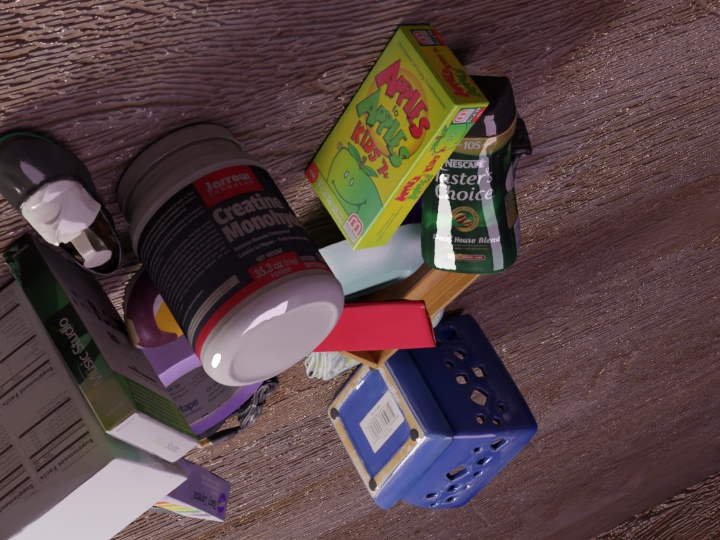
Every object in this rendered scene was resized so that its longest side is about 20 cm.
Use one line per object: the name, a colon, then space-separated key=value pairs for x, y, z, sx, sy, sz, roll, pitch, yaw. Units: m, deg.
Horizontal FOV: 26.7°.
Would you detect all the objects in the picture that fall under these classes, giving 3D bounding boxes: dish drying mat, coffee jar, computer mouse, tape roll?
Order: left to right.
tape roll: x=-0.193 y=0.112 z=1.651 sx=0.198 sy=0.066 sz=0.201 roll=-28 pitch=156 yaw=-14
computer mouse: x=-0.197 y=0.182 z=1.815 sx=0.199 sy=0.046 sz=0.141 roll=-27 pitch=163 yaw=-26
dish drying mat: x=-0.018 y=0.062 z=1.699 sx=0.197 sy=0.018 sz=0.077 roll=-4 pitch=136 yaw=13
coffee jar: x=0.106 y=-0.099 z=1.516 sx=0.086 sy=0.103 sz=0.202 roll=-66 pitch=155 yaw=-53

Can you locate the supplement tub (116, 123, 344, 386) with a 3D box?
supplement tub: x=-0.117 y=-0.014 z=1.338 sx=0.139 sy=0.201 sz=0.141 roll=-28 pitch=156 yaw=-14

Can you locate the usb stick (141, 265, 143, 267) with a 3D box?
usb stick: x=-0.155 y=0.018 z=1.542 sx=0.032 sy=0.056 sz=0.199 roll=-5 pitch=172 yaw=30

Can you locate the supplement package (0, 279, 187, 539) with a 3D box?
supplement package: x=-0.292 y=0.145 z=1.408 sx=0.150 sy=0.201 sz=0.152 roll=-37 pitch=157 yaw=7

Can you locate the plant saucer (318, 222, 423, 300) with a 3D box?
plant saucer: x=0.000 y=0.000 z=1.641 sx=0.198 sy=0.039 sz=0.201 roll=-17 pitch=171 yaw=-3

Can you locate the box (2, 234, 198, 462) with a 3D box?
box: x=-0.230 y=0.072 z=1.351 sx=0.036 sy=0.201 sz=0.144 roll=-38 pitch=156 yaw=2

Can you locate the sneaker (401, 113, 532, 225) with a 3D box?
sneaker: x=0.111 y=-0.090 z=1.621 sx=0.069 sy=0.100 sz=0.201 roll=-4 pitch=143 yaw=-47

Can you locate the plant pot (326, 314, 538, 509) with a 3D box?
plant pot: x=0.082 y=0.194 z=2.019 sx=0.178 sy=0.201 sz=0.200 roll=-2 pitch=142 yaw=-42

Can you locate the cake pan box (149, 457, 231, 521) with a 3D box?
cake pan box: x=-0.258 y=0.228 z=1.669 sx=0.182 sy=0.053 sz=0.200 roll=7 pitch=164 yaw=18

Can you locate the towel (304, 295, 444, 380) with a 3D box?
towel: x=0.022 y=0.050 z=1.841 sx=0.198 sy=0.048 sz=0.172 roll=-28 pitch=157 yaw=-17

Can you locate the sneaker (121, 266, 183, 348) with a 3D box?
sneaker: x=-0.144 y=0.013 z=1.436 sx=0.089 sy=0.076 sz=0.200 roll=-5 pitch=-160 yaw=30

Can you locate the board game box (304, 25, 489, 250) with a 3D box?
board game box: x=0.030 y=-0.125 z=1.449 sx=0.047 sy=0.102 sz=0.201 roll=-9 pitch=146 yaw=-43

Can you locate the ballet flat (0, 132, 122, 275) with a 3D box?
ballet flat: x=-0.243 y=-0.049 z=1.271 sx=0.068 sy=0.069 sz=0.200 roll=-34 pitch=157 yaw=1

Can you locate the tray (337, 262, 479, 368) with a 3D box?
tray: x=0.060 y=0.028 z=1.761 sx=0.200 sy=0.037 sz=0.098 roll=-43 pitch=152 yaw=11
